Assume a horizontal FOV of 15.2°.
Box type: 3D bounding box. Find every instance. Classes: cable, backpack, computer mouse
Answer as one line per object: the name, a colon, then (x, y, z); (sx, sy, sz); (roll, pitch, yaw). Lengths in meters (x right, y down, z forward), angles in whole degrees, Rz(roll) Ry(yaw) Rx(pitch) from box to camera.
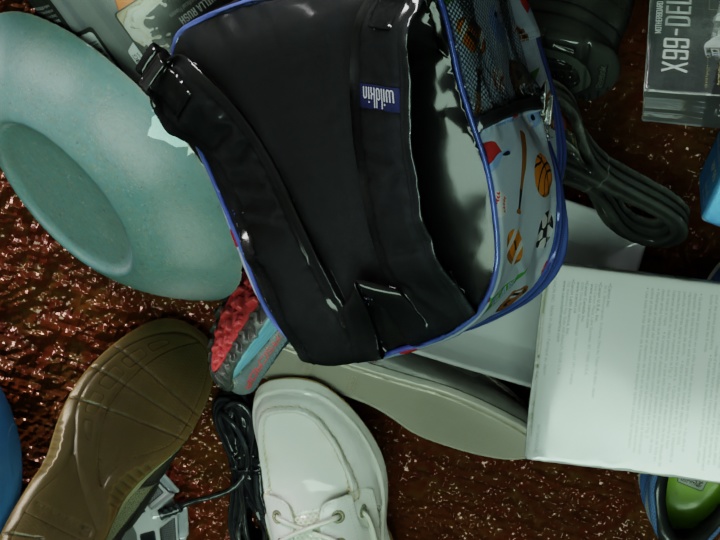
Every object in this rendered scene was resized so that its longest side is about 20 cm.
cable: (0.115, -0.070, 1.449); (0.200, 0.050, 0.097); (19, 149, -33)
backpack: (0.013, -0.054, 1.337); (0.200, 0.154, 0.191); (-14, 87, 39)
computer mouse: (-0.144, 0.144, 1.631); (0.200, 0.044, 0.110); (-16, 116, 7)

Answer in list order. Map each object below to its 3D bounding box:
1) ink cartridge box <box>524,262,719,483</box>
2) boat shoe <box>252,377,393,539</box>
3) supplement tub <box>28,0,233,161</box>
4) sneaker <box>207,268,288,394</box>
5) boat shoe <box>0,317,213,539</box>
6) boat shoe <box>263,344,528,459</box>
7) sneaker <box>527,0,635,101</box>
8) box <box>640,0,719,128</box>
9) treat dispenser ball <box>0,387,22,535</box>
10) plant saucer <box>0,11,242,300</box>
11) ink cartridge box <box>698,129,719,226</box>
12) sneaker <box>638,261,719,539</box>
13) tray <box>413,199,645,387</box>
ink cartridge box: (0.195, 0.060, 1.469); (0.200, 0.050, 0.109); (7, 91, 6)
boat shoe: (-0.020, 0.153, 1.581); (0.071, 0.069, 0.200); (-4, 127, 22)
supplement tub: (-0.090, -0.125, 1.455); (0.122, 0.123, 0.200); (-30, 108, 18)
sneaker: (0.000, 0.000, 1.495); (0.096, 0.079, 0.200); (42, 85, -20)
boat shoe: (-0.153, 0.115, 1.560); (0.073, 0.200, 0.065); (35, 154, 1)
boat shoe: (0.017, 0.051, 1.559); (0.200, 0.057, 0.067); (20, 150, -7)
sneaker: (0.058, -0.152, 1.456); (0.200, 0.091, 0.076); (15, 155, 20)
box: (0.228, -0.170, 1.374); (0.158, 0.050, 0.200); (3, 75, 5)
treat dispenser ball: (-0.294, 0.117, 1.546); (0.201, 0.201, 0.201); (3, 115, 6)
plant saucer: (-0.149, -0.050, 1.471); (0.201, 0.039, 0.201); (37, 154, 22)
ink cartridge box: (0.273, -0.104, 1.451); (0.116, 0.068, 0.200); (20, 115, -3)
sneaker: (0.215, 0.077, 1.530); (0.078, 0.089, 0.200); (16, 113, -1)
tray: (0.067, 0.001, 1.491); (0.200, 0.022, 0.107); (18, 92, -34)
